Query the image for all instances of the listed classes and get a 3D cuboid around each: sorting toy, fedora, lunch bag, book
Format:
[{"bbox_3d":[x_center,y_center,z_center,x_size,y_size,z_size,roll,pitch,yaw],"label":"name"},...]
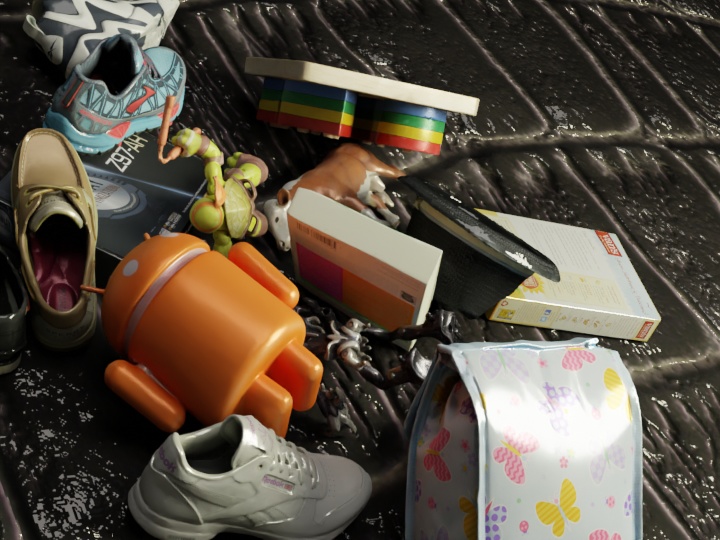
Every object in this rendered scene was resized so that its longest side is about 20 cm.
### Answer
[{"bbox_3d":[-0.007,-0.172,1.480,0.198,0.070,0.198,9,6,-23],"label":"sorting toy"},{"bbox_3d":[0.097,-0.011,1.341,0.199,0.092,0.201,31,7,-4],"label":"fedora"},{"bbox_3d":[0.126,0.155,1.084,0.168,0.203,0.127,-1,3,-32],"label":"lunch bag"},{"bbox_3d":[0.000,0.000,1.230,0.132,0.200,0.048,26,75,6],"label":"book"}]

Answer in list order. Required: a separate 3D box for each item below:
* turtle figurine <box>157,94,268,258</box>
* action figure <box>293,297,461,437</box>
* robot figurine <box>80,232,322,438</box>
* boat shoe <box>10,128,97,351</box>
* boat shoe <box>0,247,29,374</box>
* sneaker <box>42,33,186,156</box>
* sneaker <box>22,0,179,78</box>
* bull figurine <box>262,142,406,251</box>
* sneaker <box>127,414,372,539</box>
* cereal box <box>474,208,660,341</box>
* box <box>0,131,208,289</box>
[{"bbox_3d":[-0.123,-0.067,1.265,0.064,0.202,0.161,-12,9,13],"label":"turtle figurine"},{"bbox_3d":[-0.018,0.079,1.184,0.198,0.103,0.120,-1,51,20],"label":"action figure"},{"bbox_3d":[-0.124,0.050,1.099,0.199,0.145,0.117,37,7,14],"label":"robot figurine"},{"bbox_3d":[-0.250,-0.037,1.152,0.073,0.067,0.202,-8,67,-16],"label":"boat shoe"},{"bbox_3d":[-0.320,-0.006,1.136,0.073,0.064,0.202,-6,44,-31],"label":"boat shoe"},{"bbox_3d":[-0.217,-0.181,1.319,0.079,0.096,0.200,31,34,7],"label":"sneaker"},{"bbox_3d":[-0.286,-0.275,1.490,0.129,0.080,0.200,36,45,0],"label":"sneaker"},{"bbox_3d":[-0.018,-0.070,1.410,0.121,0.065,0.200,30,35,3],"label":"bull figurine"},{"bbox_3d":[-0.070,0.157,1.047,0.198,0.100,0.075,3,39,-32],"label":"sneaker"},{"bbox_3d":[0.207,0.004,1.478,0.198,0.040,0.145,10,38,-23],"label":"cereal box"},{"bbox_3d":[-0.234,-0.066,1.282,0.159,0.044,0.201,26,34,0],"label":"box"}]
